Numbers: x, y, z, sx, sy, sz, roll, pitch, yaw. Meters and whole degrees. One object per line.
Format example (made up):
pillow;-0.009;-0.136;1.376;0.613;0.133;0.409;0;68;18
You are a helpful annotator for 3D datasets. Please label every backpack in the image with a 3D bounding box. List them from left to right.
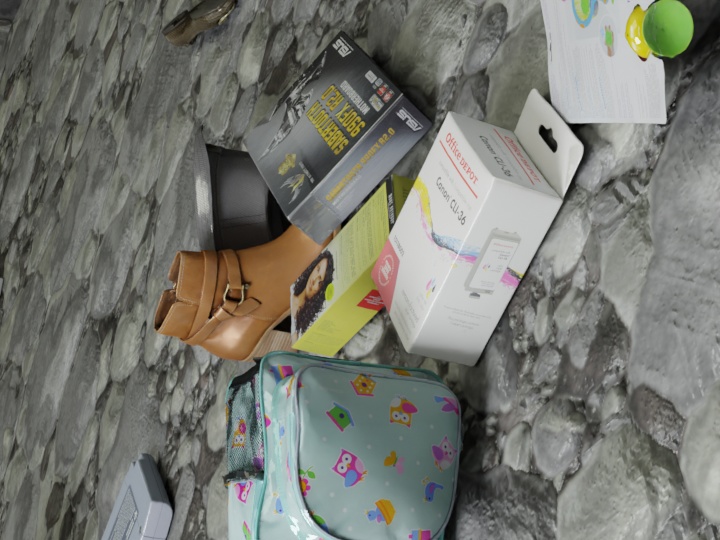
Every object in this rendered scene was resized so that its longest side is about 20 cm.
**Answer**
backpack;-0.013;0.169;0.970;0.153;0.174;0.202;158;119;-63

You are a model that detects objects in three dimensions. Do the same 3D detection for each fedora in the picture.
fedora;-0.131;-0.073;1.398;0.200;0.089;0.179;-110;15;-80

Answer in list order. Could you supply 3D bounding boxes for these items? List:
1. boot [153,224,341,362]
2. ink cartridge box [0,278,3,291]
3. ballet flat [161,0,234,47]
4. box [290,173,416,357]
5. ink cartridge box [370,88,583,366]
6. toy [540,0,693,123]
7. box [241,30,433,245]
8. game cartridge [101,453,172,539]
boot;-0.112;-0.003;1.279;0.074;0.153;0.202;36;108;63
ink cartridge box;-0.880;0.066;2.723;0.083;0.198;0.148;-21;58;54
ballet flat;-0.227;-0.359;1.839;0.068;0.046;0.199;-51;22;-26
box;0.000;0.000;1.175;0.200;0.050;0.076;-46;38;43
ink cartridge box;0.087;-0.042;0.999;0.201;0.067;0.117;-64;27;24
toy;0.180;-0.163;0.889;0.200;0.047;0.117;-142;44;-78
box;-0.029;-0.136;1.250;0.158;0.048;0.200;-46;32;8
game cartridge;-0.285;0.345;1.573;0.133;0.041;0.202;47;119;55
